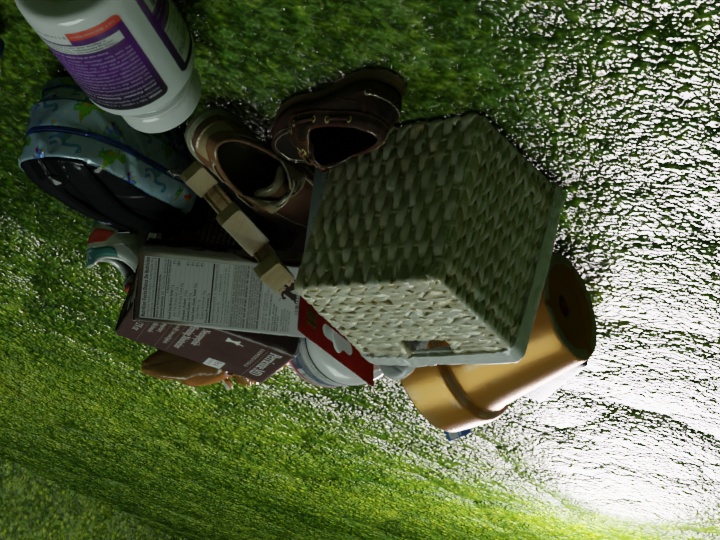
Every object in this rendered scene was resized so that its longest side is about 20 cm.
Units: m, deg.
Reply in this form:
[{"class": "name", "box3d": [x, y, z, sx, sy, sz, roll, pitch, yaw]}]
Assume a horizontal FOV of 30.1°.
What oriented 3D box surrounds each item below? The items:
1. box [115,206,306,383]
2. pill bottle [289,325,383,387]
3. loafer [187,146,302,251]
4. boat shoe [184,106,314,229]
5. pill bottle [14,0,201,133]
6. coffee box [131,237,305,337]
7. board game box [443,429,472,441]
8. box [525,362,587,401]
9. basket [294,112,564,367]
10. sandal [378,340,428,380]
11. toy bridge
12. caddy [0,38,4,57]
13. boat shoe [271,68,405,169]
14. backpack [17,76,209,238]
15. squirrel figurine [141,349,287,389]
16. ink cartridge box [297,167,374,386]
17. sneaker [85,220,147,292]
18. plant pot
[{"class": "box", "box3d": [-0.170, 0.017, 1.626, 0.199, 0.165, 0.166, 20, 158, -13]}, {"class": "pill bottle", "box3d": [-0.015, 0.079, 1.610, 0.119, 0.120, 0.200, 20, 169, -13]}, {"class": "loafer", "box3d": [-0.123, -0.084, 1.469, 0.073, 0.073, 0.200, 0, 153, 38]}, {"class": "boat shoe", "box3d": [-0.099, -0.093, 1.398, 0.200, 0.076, 0.072, 32, -170, -38]}, {"class": "pill bottle", "box3d": [-0.211, -0.206, 1.172, 0.111, 0.112, 0.200, 8, 157, 19]}, {"class": "coffee box", "box3d": [-0.141, 0.018, 1.453, 0.199, 0.080, 0.113, 6, -172, -3]}, {"class": "board game box", "box3d": [0.085, 0.111, 1.689, 0.034, 0.136, 0.200, -22, 143, 3]}, {"class": "box", "box3d": [0.200, 0.110, 1.770, 0.158, 0.046, 0.200, 17, 159, -3]}, {"class": "basket", "box3d": [0.065, -0.025, 1.315, 0.198, 0.201, 0.161, -4, 150, 40]}, {"class": "sandal", "box3d": [0.077, 0.031, 1.432, 0.079, 0.207, 0.059, 1, 152, 47]}, {"class": "toy bridge", "box3d": [-0.119, -0.040, 1.358, 0.200, 0.027, 0.067, 49, -179, 42]}, {"class": "caddy", "box3d": [-0.432, -0.175, 1.303, 0.141, 0.200, 0.105, -8, 132, 44]}, {"class": "boat shoe", "box3d": [-0.032, -0.134, 1.288, 0.070, 0.071, 0.200, 24, 159, -24]}, {"class": "backpack", "box3d": [-0.271, -0.119, 1.418, 0.163, 0.154, 0.200, 7, 179, 32]}, {"class": "squirrel figurine", "box3d": [-0.193, 0.123, 1.957, 0.199, 0.142, 0.187, 13, 165, 14]}, {"class": "ink cartridge box", "box3d": [0.000, 0.000, 1.415, 0.050, 0.201, 0.162, -13, 148, 27]}, {"class": "sneaker", "box3d": [-0.265, -0.004, 1.738, 0.199, 0.094, 0.070, 25, 157, -23]}, {"class": "plant pot", "box3d": [0.159, 0.065, 1.516, 0.183, 0.201, 0.200, -19, 143, 31]}]
